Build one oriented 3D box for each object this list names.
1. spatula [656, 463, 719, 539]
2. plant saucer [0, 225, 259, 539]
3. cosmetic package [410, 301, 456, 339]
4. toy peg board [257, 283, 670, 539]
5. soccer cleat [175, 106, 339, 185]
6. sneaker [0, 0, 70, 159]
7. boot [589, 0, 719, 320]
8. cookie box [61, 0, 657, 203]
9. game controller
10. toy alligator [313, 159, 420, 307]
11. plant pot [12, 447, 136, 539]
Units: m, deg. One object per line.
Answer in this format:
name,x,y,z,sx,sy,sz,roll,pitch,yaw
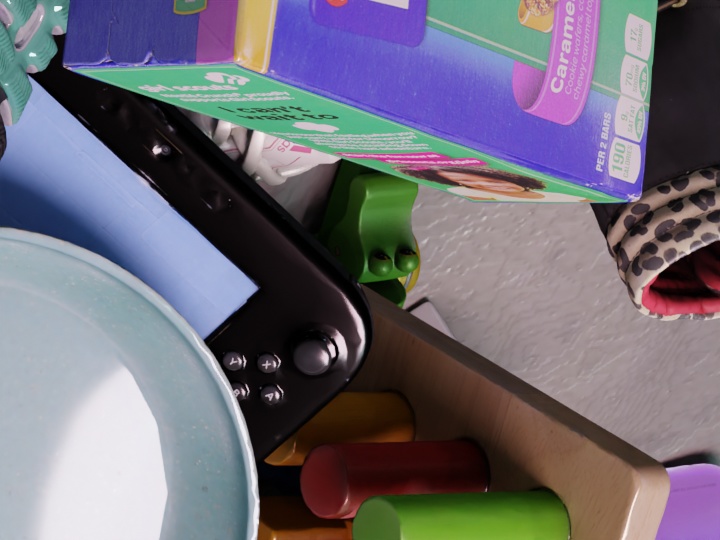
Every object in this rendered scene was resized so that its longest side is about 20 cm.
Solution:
spatula,0.152,0.165,1.497,0.056,0.021,0.200,-8,143,-13
plant saucer,-0.134,0.077,0.955,0.199,0.036,0.201,-3,105,-10
cosmetic package,-0.022,0.116,1.224,0.200,0.102,0.071,-34,145,-1
toy peg board,-0.016,0.122,1.044,0.098,0.199,0.200,2,110,-43
soccer cleat,-0.057,-0.056,0.997,0.200,0.086,0.070,-32,146,-3
sneaker,-0.123,-0.104,0.889,0.200,0.087,0.074,-58,160,-23
boot,0.143,-0.056,1.097,0.203,0.154,0.074,-5,142,-34
cookie box,0.010,-0.121,0.899,0.075,0.172,0.200,-1,169,41
game controller,-0.092,-0.015,0.964,0.200,0.042,0.104,43,106,-11
toy alligator,0.000,0.000,1.141,0.059,0.054,0.200,-7,138,-34
plant pot,-0.146,0.103,1.076,0.201,0.201,0.093,-63,176,36
